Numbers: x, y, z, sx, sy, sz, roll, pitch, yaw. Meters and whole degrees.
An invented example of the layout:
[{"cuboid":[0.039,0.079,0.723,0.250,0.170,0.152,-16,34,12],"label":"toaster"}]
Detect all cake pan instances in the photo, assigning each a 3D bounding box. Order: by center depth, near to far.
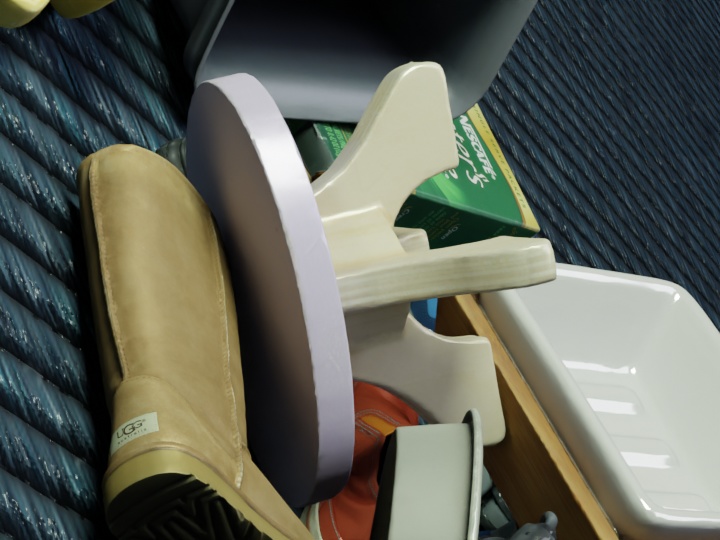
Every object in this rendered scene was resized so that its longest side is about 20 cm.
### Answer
[{"cuboid":[0.020,0.157,1.077,0.200,0.036,0.202,-171,-90,-89],"label":"cake pan"}]

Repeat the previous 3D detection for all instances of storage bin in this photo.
[{"cuboid":[-0.019,-0.178,1.335,0.199,0.146,0.135,-1,42,-39],"label":"storage bin"}]

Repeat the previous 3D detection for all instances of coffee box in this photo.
[{"cuboid":[0.013,-0.076,1.431,0.199,0.044,0.123,16,41,-49],"label":"coffee box"}]

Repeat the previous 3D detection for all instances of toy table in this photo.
[{"cuboid":[0.000,0.000,1.160,0.184,0.116,0.201,29,-52,60],"label":"toy table"}]

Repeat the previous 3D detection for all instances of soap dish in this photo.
[{"cuboid":[0.133,0.087,1.224,0.157,0.081,0.200,7,38,-36],"label":"soap dish"}]

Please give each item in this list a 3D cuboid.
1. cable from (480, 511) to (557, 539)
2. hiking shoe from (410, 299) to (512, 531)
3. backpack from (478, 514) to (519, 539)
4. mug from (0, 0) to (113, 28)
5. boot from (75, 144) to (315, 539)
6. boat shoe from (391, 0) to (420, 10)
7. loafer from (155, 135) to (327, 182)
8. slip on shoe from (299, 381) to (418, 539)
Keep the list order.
[{"cuboid":[0.060,0.205,0.959,0.163,0.051,0.201,-33,116,-51],"label":"cable"},{"cuboid":[0.083,0.059,1.470,0.201,0.086,0.074,65,18,2],"label":"hiking shoe"},{"cuboid":[0.156,0.206,1.374,0.200,0.150,0.179,24,49,-49],"label":"backpack"},{"cuboid":[-0.135,-0.217,1.144,0.153,0.149,0.187,49,16,-20],"label":"mug"},{"cuboid":[-0.063,0.063,1.092,0.201,0.066,0.175,-101,165,-48],"label":"boot"},{"cuboid":[0.017,-0.176,1.471,0.075,0.200,0.069,-42,104,-35],"label":"boat shoe"},{"cuboid":[-0.027,-0.018,1.285,0.200,0.072,0.073,38,30,-56],"label":"loafer"},{"cuboid":[0.014,0.103,1.260,0.074,0.061,0.200,57,18,-17],"label":"slip on shoe"}]
